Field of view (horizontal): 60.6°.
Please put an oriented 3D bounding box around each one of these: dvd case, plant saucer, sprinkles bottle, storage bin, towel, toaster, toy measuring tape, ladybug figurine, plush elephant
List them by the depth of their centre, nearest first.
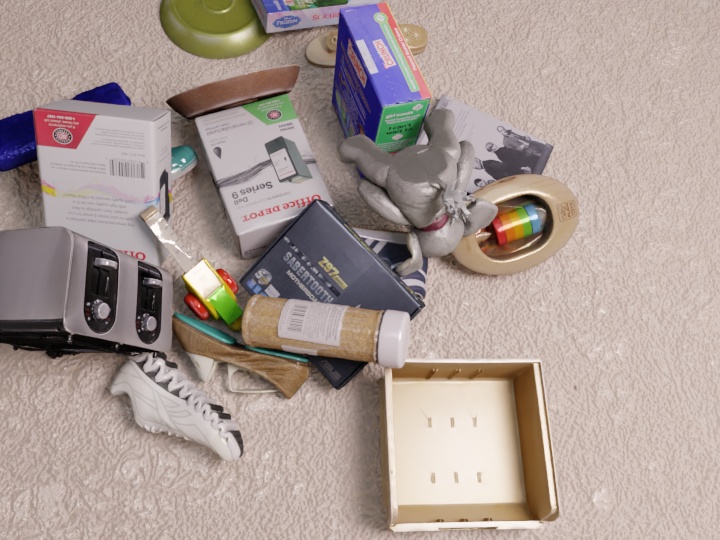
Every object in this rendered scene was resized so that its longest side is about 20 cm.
[{"bbox_3d":[-0.341,0.035,0.711,0.199,0.181,0.119,-3,74,18],"label":"toaster"},{"bbox_3d":[-0.042,0.072,0.752,0.199,0.068,0.068,7,67,13],"label":"sprinkles bottle"},{"bbox_3d":[0.126,0.218,0.771,0.199,0.094,0.199,1,68,-6],"label":"storage bin"},{"bbox_3d":[0.085,-0.087,0.801,0.164,0.155,0.200,-23,51,-10],"label":"plush elephant"},{"bbox_3d":[-0.222,0.002,0.816,0.074,0.074,0.200,-43,108,-19],"label":"toy measuring tape"},{"bbox_3d":[-0.425,-0.211,0.875,0.200,0.050,0.148,-28,33,-16],"label":"towel"},{"bbox_3d":[0.217,-0.068,0.892,0.199,0.072,0.136,-16,101,-2],"label":"ladybug figurine"},{"bbox_3d":[-0.180,-0.256,0.898,0.200,0.200,0.035,-20,104,-13],"label":"plant saucer"},{"bbox_3d":[0.189,-0.180,0.974,0.200,0.025,0.151,27,68,6],"label":"dvd case"},{"bbox_3d":[-0.239,-0.445,1.037,0.199,0.031,0.201,2,69,-5],"label":"plant saucer"}]

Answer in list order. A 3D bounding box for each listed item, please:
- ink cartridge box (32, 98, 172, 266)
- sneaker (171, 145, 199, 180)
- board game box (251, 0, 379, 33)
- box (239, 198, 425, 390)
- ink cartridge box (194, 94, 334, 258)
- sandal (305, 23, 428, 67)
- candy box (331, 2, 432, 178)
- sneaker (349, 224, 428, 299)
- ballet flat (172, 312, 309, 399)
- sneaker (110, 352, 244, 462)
[{"bbox_3d":[-0.328,-0.109,0.805,0.145,0.201,0.083,6,24,-4],"label":"ink cartridge box"},{"bbox_3d":[-0.334,-0.154,0.872,0.199,0.080,0.071,-18,30,-12],"label":"sneaker"},{"bbox_3d":[-0.097,-0.497,1.043,0.199,0.041,0.200,-17,66,-21],"label":"board game box"},{"bbox_3d":[-0.038,0.030,0.810,0.158,0.051,0.200,-45,82,11],"label":"box"},{"bbox_3d":[-0.137,-0.137,0.892,0.146,0.084,0.200,-19,71,-14],"label":"ink cartridge box"},{"bbox_3d":[0.012,-0.395,1.019,0.211,0.070,0.078,-8,69,-9],"label":"sandal"},{"bbox_3d":[0.021,-0.248,0.890,0.077,0.200,0.169,-16,71,-12],"label":"candy box"},{"bbox_3d":[0.000,0.000,0.859,0.199,0.070,0.109,3,66,-8],"label":"sneaker"},{"bbox_3d":[-0.167,0.119,0.806,0.199,0.068,0.073,19,87,-2],"label":"ballet flat"},{"bbox_3d":[-0.228,0.177,0.770,0.200,0.075,0.081,36,77,17],"label":"sneaker"}]
